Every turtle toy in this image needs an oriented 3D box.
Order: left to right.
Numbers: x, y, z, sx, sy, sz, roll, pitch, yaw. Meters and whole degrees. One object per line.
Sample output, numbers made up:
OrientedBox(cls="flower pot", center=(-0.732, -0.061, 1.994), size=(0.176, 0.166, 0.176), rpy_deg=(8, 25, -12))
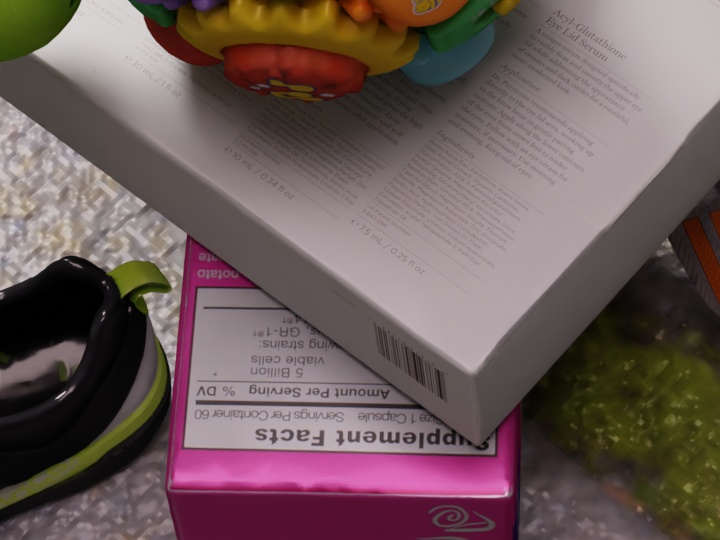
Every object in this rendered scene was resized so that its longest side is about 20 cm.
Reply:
OrientedBox(cls="turtle toy", center=(-0.035, -0.098, 0.746), size=(0.200, 0.146, 0.101), rpy_deg=(6, 83, 7))

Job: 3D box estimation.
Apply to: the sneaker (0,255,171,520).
OrientedBox(cls="sneaker", center=(-0.149, 0.050, 0.862), size=(0.200, 0.083, 0.072), rpy_deg=(-31, 63, -13))

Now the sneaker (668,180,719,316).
OrientedBox(cls="sneaker", center=(0.126, -0.087, 0.899), size=(0.112, 0.078, 0.200), rpy_deg=(-30, 104, -34))

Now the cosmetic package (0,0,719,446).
OrientedBox(cls="cosmetic package", center=(0.004, -0.066, 0.820), size=(0.200, 0.052, 0.151), rpy_deg=(36, 71, 21))

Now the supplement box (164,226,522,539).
OrientedBox(cls="supplement box", center=(0.000, 0.000, 0.871), size=(0.103, 0.101, 0.200), rpy_deg=(2, 61, 4))
